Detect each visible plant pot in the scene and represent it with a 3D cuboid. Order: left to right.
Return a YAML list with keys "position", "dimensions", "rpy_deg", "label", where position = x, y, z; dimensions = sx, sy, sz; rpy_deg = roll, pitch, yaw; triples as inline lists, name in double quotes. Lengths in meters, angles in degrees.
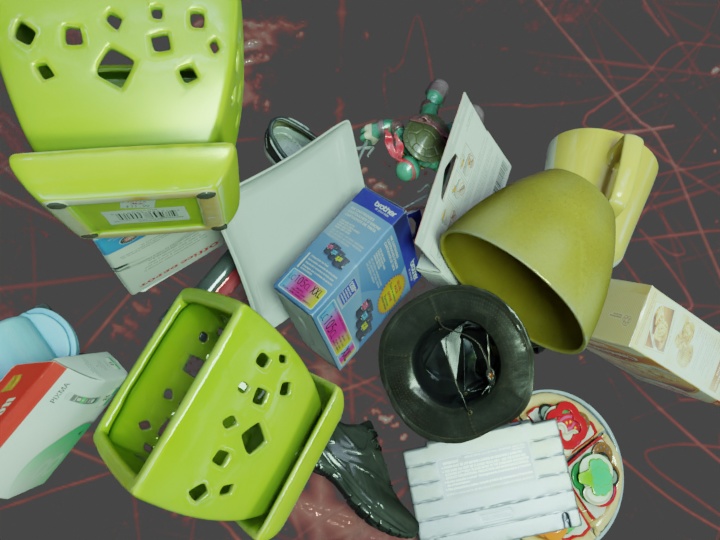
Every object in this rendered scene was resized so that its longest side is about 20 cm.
- position: [-0.196, -0.135, 0.613]
  dimensions: [0.194, 0.199, 0.188]
  rpy_deg: [-5, 81, -10]
  label: "plant pot"
- position: [-0.143, 0.155, 0.747]
  dimensions: [0.180, 0.197, 0.203]
  rpy_deg: [37, 75, -28]
  label: "plant pot"
- position: [0.208, -0.027, 0.787]
  dimensions: [0.199, 0.200, 0.143]
  rpy_deg: [41, 78, 3]
  label: "plant pot"

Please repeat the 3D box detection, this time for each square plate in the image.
- position: [-0.073, -0.053, 0.844]
  dimensions: [0.198, 0.202, 0.028]
  rpy_deg: [-34, 41, -23]
  label: "square plate"

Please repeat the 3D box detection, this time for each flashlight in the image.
- position: [-0.155, 0.010, 0.866]
  dimensions: [0.067, 0.068, 0.202]
  rpy_deg: [30, 74, 28]
  label: "flashlight"

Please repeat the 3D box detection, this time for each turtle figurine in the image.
- position: [0.084, -0.166, 0.933]
  dimensions: [0.150, 0.100, 0.201]
  rpy_deg: [45, 60, -11]
  label: "turtle figurine"

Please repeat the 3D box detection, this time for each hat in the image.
- position: [0.122, 0.107, 0.861]
  dimensions: [0.195, 0.081, 0.207]
  rpy_deg: [4, 101, 21]
  label: "hat"

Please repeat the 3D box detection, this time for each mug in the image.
- position: [0.294, -0.088, 0.906]
  dimensions: [0.146, 0.186, 0.157]
  rpy_deg: [11, 71, 32]
  label: "mug"

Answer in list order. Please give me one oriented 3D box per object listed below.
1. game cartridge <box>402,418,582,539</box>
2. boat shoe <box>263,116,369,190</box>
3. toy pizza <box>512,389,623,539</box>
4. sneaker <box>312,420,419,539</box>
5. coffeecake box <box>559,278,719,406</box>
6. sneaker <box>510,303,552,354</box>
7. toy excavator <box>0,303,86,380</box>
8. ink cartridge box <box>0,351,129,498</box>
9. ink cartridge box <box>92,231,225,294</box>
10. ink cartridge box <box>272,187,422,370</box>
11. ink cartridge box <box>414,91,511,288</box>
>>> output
- position: [0.157, 0.262, 0.847]
  dimensions: [0.194, 0.038, 0.133]
  rpy_deg: [-12, 73, 4]
  label: "game cartridge"
- position: [-0.049, -0.123, 0.917]
  dimensions: [0.198, 0.060, 0.076]
  rpy_deg: [35, 72, 1]
  label: "boat shoe"
- position: [0.249, 0.255, 0.886]
  dimensions: [0.194, 0.032, 0.207]
  rpy_deg: [3, 75, -9]
  label: "toy pizza"
- position: [0.002, 0.234, 0.829]
  dimensions: [0.200, 0.076, 0.091]
  rpy_deg: [44, 69, 2]
  label: "sneaker"
- position: [0.345, 0.082, 0.847]
  dimensions: [0.197, 0.153, 0.075]
  rpy_deg: [28, 84, -25]
  label: "coffeecake box"
- position: [0.254, 0.061, 0.924]
  dimensions: [0.195, 0.070, 0.080]
  rpy_deg: [-17, 100, -18]
  label: "sneaker"
- position: [-0.395, 0.110, 0.724]
  dimensions: [0.193, 0.200, 0.100]
  rpy_deg: [-39, 83, -17]
  label: "toy excavator"
- position: [-0.333, 0.162, 0.703]
  dimensions: [0.050, 0.200, 0.162]
  rpy_deg: [40, 89, 3]
  label: "ink cartridge box"
- position: [-0.235, -0.067, 0.798]
  dimensions: [0.144, 0.200, 0.085]
  rpy_deg: [-31, 79, -16]
  label: "ink cartridge box"
- position: [0.000, 0.000, 0.846]
  dimensions: [0.075, 0.138, 0.201]
  rpy_deg: [30, 69, 30]
  label: "ink cartridge box"
- position: [0.120, -0.089, 0.882]
  dimensions: [0.044, 0.176, 0.205]
  rpy_deg: [9, 71, 36]
  label: "ink cartridge box"
